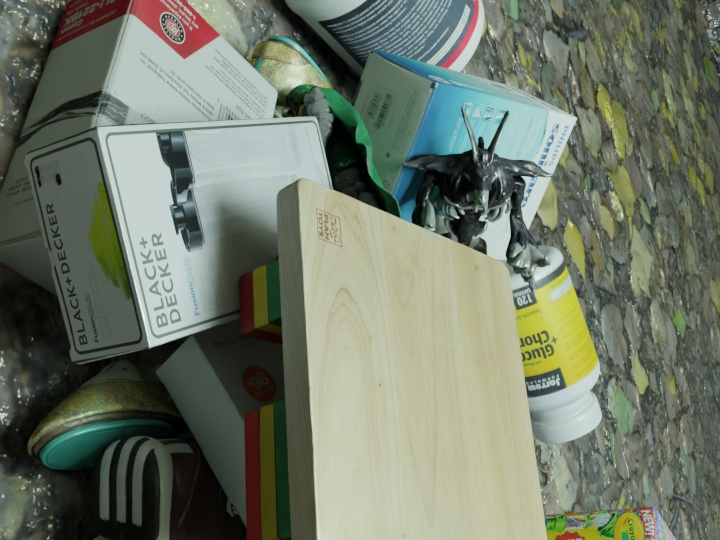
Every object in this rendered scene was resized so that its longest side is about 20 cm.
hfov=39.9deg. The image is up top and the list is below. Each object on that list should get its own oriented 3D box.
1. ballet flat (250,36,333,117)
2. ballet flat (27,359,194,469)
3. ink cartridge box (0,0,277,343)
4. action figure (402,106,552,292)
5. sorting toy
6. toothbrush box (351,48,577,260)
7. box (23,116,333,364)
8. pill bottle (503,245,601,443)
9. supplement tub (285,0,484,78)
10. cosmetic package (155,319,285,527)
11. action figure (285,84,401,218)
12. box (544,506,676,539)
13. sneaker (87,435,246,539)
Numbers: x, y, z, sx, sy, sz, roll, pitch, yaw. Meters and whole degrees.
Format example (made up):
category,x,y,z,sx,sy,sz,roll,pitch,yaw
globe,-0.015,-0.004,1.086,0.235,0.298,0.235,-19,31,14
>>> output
category,x,y,z,sx,sy,sz,roll,pitch,yaw
ballet flat,-0.030,-0.123,0.860,0.200,0.070,0.071,35,51,-48
ballet flat,-0.135,0.089,0.637,0.199,0.070,0.072,13,68,-54
ink cartridge box,-0.142,-0.070,0.655,0.144,0.083,0.202,40,47,-44
action figure,0.087,-0.019,0.770,0.103,0.117,0.202,-99,-169,-51
sorting toy,0.016,0.077,0.572,0.198,0.069,0.202,19,58,-45
toothbrush box,0.077,-0.093,0.859,0.199,0.085,0.148,1,117,-44
box,-0.090,-0.026,0.587,0.199,0.060,0.118,-15,93,-57
pill bottle,0.198,0.083,1.097,0.112,0.111,0.202,-40,112,-54
supplement tub,0.012,-0.263,0.910,0.200,0.139,0.142,37,49,-45
cosmetic package,-0.016,0.092,0.652,0.199,0.052,0.151,-18,69,-53
action figure,-0.013,-0.070,0.718,0.119,0.054,0.201,85,-16,-49
box,0.199,0.346,0.929,0.122,0.191,0.201,53,39,-31
sneaker,-0.105,0.196,0.601,0.115,0.075,0.203,0,95,-60
